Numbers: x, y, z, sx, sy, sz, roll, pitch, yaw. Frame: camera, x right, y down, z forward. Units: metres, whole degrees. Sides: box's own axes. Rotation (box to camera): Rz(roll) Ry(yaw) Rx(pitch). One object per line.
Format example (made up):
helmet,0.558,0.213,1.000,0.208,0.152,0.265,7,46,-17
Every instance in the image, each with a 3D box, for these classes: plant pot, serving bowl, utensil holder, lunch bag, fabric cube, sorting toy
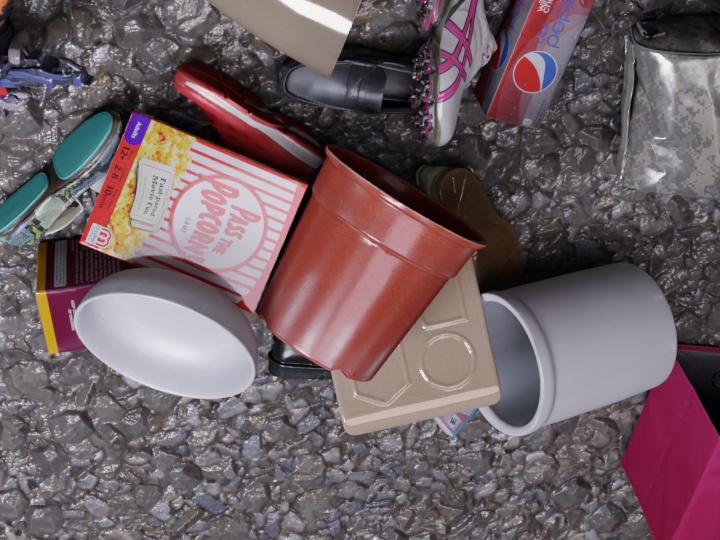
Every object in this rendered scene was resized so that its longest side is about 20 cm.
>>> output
plant pot,0.000,0.000,1.668,0.201,0.201,0.195,27,101,-24
serving bowl,-0.197,0.056,1.649,0.200,0.066,0.200,13,148,8
utensil holder,0.242,0.085,1.821,0.200,0.170,0.170,-15,126,-27
plant pot,-0.090,-0.315,1.550,0.200,0.187,0.187,21,116,-7
lunch bag,0.369,-0.182,1.724,0.168,0.139,0.200,-4,121,-9
fabric cube,0.471,0.235,1.966,0.196,0.200,0.200,6,122,-15
sorting toy,0.052,0.074,1.781,0.185,0.036,0.200,-13,96,0

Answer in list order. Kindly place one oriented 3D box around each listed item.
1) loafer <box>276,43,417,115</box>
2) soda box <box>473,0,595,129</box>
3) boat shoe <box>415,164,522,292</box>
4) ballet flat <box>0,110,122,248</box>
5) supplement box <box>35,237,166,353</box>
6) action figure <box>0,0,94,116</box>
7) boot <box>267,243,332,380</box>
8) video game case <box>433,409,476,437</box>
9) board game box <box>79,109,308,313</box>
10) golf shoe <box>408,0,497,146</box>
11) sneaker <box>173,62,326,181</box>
loafer,0.011,-0.203,1.686,0.200,0.070,0.068,1,121,-11
soda box,0.193,-0.258,1.690,0.070,0.063,0.200,13,118,-18
boat shoe,0.128,-0.047,1.817,0.073,0.063,0.200,-42,126,-20
ballet flat,-0.316,-0.096,1.700,0.200,0.074,0.074,-37,121,19
supplement box,-0.257,0.017,1.748,0.200,0.110,0.086,-8,123,-5
action figure,-0.351,-0.245,1.578,0.200,0.105,0.194,11,127,12
boot,-0.020,0.046,1.838,0.198,0.073,0.163,0,115,-12
video game case,0.100,0.085,1.870,0.143,0.018,0.200,-49,122,-15
board game box,-0.176,-0.063,1.657,0.200,0.046,0.152,22,96,-7
golf shoe,0.103,-0.227,1.641,0.092,0.073,0.200,7,85,-15
sneaker,-0.140,-0.134,1.698,0.200,0.078,0.116,32,110,-24
